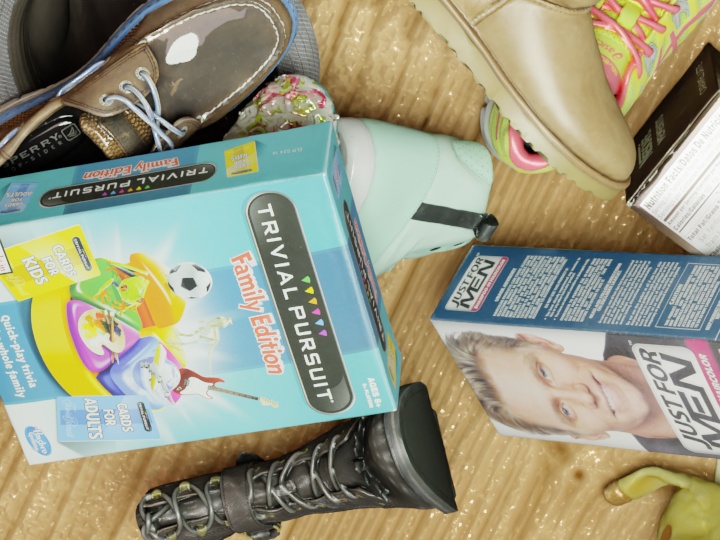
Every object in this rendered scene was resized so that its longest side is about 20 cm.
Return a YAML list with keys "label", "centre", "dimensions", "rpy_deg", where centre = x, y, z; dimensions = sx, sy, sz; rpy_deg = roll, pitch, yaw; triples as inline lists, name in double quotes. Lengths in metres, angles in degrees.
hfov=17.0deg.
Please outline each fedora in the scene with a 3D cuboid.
- label: "fedora"
  centre: [-0.113, -0.126, 1.286]
  dimensions: [0.176, 0.090, 0.200]
  rpy_deg: [-33, 113, 15]

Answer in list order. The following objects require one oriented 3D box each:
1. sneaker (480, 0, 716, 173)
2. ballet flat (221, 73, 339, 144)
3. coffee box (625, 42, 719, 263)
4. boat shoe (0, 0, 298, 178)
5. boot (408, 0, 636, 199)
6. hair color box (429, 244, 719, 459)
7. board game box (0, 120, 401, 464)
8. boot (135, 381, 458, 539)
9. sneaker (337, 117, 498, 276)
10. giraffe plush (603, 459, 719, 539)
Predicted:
- label: "sneaker"
  centre: [0.137, -0.127, 1.270]
  dimensions: [0.078, 0.090, 0.201]
  rpy_deg: [32, 105, -4]
- label: "ballet flat"
  centre: [-0.065, -0.009, 1.253]
  dimensions: [0.075, 0.064, 0.201]
  rpy_deg: [36, 125, 20]
- label: "coffee box"
  centre: [0.241, -0.021, 1.282]
  dimensions: [0.200, 0.114, 0.080]
  rpy_deg: [37, 107, -6]
- label: "boat shoe"
  centre: [-0.116, -0.077, 1.219]
  dimensions: [0.199, 0.073, 0.072]
  rpy_deg: [-32, 115, 17]
- label: "boot"
  centre: [0.136, -0.153, 1.168]
  dimensions: [0.200, 0.066, 0.175]
  rpy_deg: [-39, 106, 21]
- label: "hair color box"
  centre: [0.146, 0.044, 1.268]
  dimensions: [0.199, 0.061, 0.100]
  rpy_deg: [4, 138, 39]
- label: "board game box"
  centre: [-0.093, 0.015, 1.207]
  dimensions: [0.199, 0.047, 0.152]
  rpy_deg: [-9, 126, 11]
- label: "boot"
  centre: [-0.038, 0.120, 1.311]
  dimensions: [0.173, 0.200, 0.070]
  rpy_deg: [-14, 80, 2]
- label: "sneaker"
  centre: [0.000, 0.000, 1.327]
  dimensions: [0.118, 0.074, 0.201]
  rpy_deg: [3, 139, -31]
- label: "giraffe plush"
  centre: [0.214, 0.196, 1.321]
  dimensions: [0.171, 0.162, 0.201]
  rpy_deg: [-8, 106, 7]
